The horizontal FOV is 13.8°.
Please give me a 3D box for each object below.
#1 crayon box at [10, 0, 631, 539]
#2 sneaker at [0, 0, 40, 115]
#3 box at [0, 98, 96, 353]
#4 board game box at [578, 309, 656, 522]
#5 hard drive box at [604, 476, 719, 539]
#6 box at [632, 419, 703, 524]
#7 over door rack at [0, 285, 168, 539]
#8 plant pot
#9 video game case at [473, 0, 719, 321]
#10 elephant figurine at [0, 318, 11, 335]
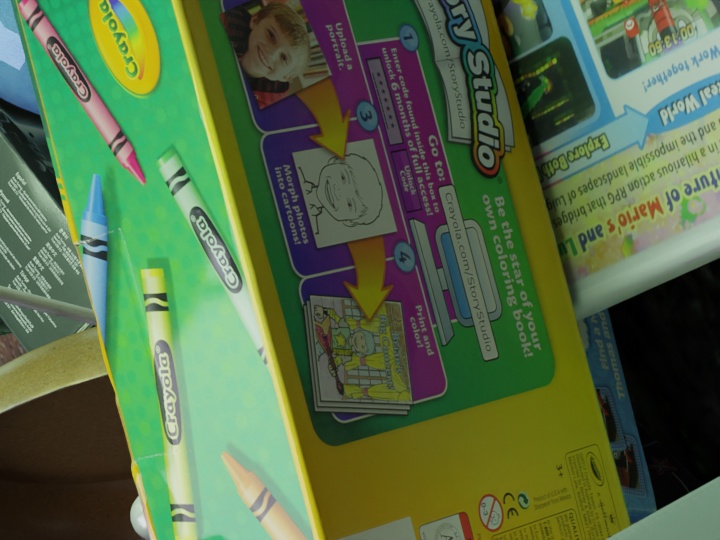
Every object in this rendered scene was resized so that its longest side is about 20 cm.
[{"bbox_3d":[-0.006,0.006,0.753,0.058,0.119,0.201,-17,87,41],"label":"crayon box"},{"bbox_3d":[-0.064,-0.141,0.930,0.078,0.201,0.066,16,174,21],"label":"sneaker"},{"bbox_3d":[-0.113,-0.028,1.123,0.200,0.044,0.160,50,-168,29],"label":"box"},{"bbox_3d":[0.000,0.000,0.891,0.151,0.037,0.201,-27,68,37],"label":"board game box"},{"bbox_3d":[0.102,0.117,0.752,0.077,0.200,0.156,51,152,26],"label":"hard drive box"},{"bbox_3d":[0.082,0.148,0.927,0.200,0.115,0.132,44,147,38],"label":"box"},{"bbox_3d":[-0.087,0.065,0.754,0.067,0.199,0.148,144,132,-59],"label":"over door rack"},{"bbox_3d":[-0.064,0.053,1.044,0.200,0.199,0.028,124,136,-62],"label":"plant pot"},{"bbox_3d":[0.030,-0.073,0.803,0.200,0.024,0.183,-26,81,40],"label":"video game case"},{"bbox_3d":[-0.180,-0.027,1.248,0.200,0.155,0.142,54,161,39],"label":"elephant figurine"}]
